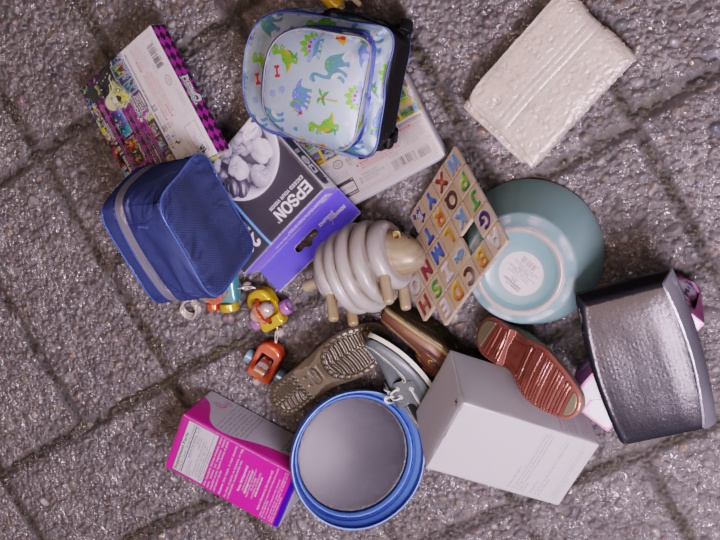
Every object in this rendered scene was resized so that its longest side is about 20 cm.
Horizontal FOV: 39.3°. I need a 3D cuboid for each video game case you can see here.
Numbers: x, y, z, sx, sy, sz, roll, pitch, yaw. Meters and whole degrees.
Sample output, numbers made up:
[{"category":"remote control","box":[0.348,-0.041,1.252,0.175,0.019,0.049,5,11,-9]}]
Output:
[{"category":"video game case","box":[-0.005,-0.194,1.383,0.199,0.023,0.183,-26,95,23]},{"category":"video game case","box":[-0.295,-0.216,1.432,0.181,0.036,0.201,-29,89,36]}]

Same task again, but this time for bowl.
[{"category":"bowl","box":[0.214,-0.012,1.317,0.199,0.105,0.202,4,105,17]},{"category":"bowl","box":[-0.006,0.267,1.446,0.199,0.039,0.202,-1,95,-16]}]

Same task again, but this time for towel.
[{"category":"towel","box":[0.238,-0.241,1.286,0.132,0.034,0.200,44,112,1]}]

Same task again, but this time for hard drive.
[{"category":"hard drive","box":[0.343,0.110,1.216,0.134,0.042,0.201,-15,100,21]}]

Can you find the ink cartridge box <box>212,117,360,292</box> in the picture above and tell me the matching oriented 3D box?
[{"category":"ink cartridge box","box":[-0.131,-0.091,1.426,0.200,0.043,0.198,47,121,0]}]

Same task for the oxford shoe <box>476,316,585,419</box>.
[{"category":"oxford shoe","box":[0.235,0.123,1.312,0.200,0.073,0.071,48,119,47]}]

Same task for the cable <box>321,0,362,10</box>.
[{"category":"cable","box":[-0.070,-0.415,1.326,0.199,0.050,0.098,32,117,6]}]

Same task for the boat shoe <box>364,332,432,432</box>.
[{"category":"boat shoe","box":[0.067,0.171,1.406,0.062,0.073,0.200,-45,108,-13]}]

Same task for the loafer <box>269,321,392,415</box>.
[{"category":"loafer","box":[-0.045,0.134,1.462,0.199,0.067,0.076,-30,99,7]}]

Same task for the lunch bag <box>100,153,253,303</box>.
[{"category":"lunch bag","box":[-0.252,-0.049,1.386,0.132,0.136,0.201,-4,125,33]}]

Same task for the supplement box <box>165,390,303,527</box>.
[{"category":"supplement box","box":[-0.177,0.281,1.522,0.199,0.101,0.104,27,111,10]}]

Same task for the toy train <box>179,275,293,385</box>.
[{"category":"toy train","box":[-0.182,0.082,1.493,0.199,0.056,0.151,35,114,6]}]

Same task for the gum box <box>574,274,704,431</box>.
[{"category":"gum box","box":[0.357,0.096,1.293,0.066,0.113,0.200,37,113,5]}]

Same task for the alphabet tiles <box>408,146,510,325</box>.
[{"category":"alphabet tiles","box":[0.111,-0.034,1.333,0.200,0.008,0.168,-58,44,39]}]

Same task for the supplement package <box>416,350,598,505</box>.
[{"category":"supplement package","box":[0.190,0.208,1.334,0.199,0.118,0.117,19,119,-15]}]

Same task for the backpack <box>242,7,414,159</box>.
[{"category":"backpack","box":[-0.053,-0.246,1.293,0.199,0.147,0.184,15,107,17]}]

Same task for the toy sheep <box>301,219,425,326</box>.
[{"category":"toy sheep","box":[0.000,0.000,1.376,0.199,0.138,0.139,-17,99,26]}]

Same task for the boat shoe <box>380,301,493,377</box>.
[{"category":"boat shoe","box":[0.106,0.119,1.404,0.199,0.072,0.068,35,110,3]}]
